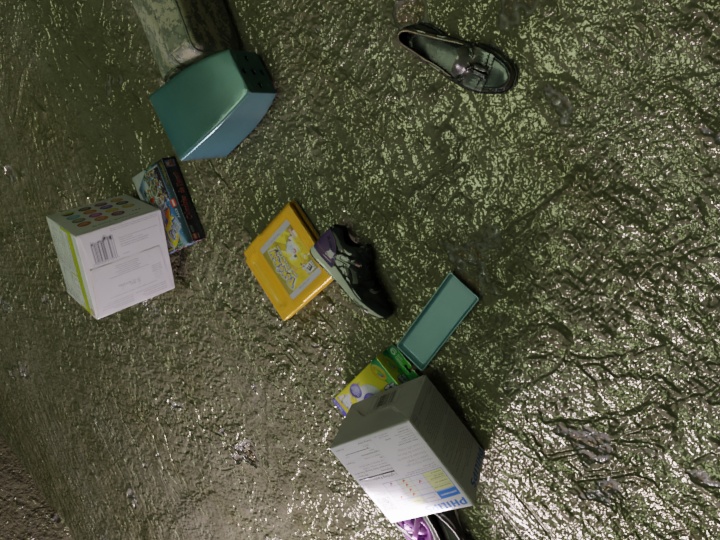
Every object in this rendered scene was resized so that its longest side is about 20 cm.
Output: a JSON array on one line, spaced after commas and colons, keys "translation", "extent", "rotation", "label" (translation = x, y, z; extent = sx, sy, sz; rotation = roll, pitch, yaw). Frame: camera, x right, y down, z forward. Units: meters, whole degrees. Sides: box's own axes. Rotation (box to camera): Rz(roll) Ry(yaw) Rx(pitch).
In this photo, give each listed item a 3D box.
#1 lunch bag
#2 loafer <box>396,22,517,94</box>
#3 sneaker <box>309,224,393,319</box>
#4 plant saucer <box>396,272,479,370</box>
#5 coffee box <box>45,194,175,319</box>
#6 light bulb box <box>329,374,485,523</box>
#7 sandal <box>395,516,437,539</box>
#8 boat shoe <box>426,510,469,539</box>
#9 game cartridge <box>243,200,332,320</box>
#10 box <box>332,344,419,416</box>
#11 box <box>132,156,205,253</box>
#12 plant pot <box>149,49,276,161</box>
[{"translation": [-0.353, -0.477, 1.188], "extent": [0.166, 0.139, 0.202], "rotation": [-19, 94, 38], "label": "lunch bag"}, {"translation": [0.141, -0.321, 0.932], "extent": [0.199, 0.063, 0.073], "rotation": [33, 122, 23], "label": "loafer"}, {"translation": [0.000, 0.000, 1.140], "extent": [0.200, 0.076, 0.088], "rotation": [45, 106, 2], "label": "sneaker"}, {"translation": [0.139, 0.094, 1.105], "extent": [0.070, 0.019, 0.201], "rotation": [43, 125, 16], "label": "plant saucer"}, {"translation": [-0.582, -0.042, 1.430], "extent": [0.197, 0.198, 0.203], "rotation": [22, 126, 43], "label": "coffee box"}, {"translation": [0.088, 0.330, 1.117], "extent": [0.197, 0.125, 0.201], "rotation": [-28, 106, 35], "label": "light bulb box"}, {"translation": [0.093, 0.504, 1.257], "extent": [0.082, 0.050, 0.205], "rotation": [-21, 93, 39], "label": "sandal"}, {"translation": [0.184, 0.538, 1.198], "extent": [0.067, 0.057, 0.202], "rotation": [-28, 88, 38], "label": "boat shoe"}, {"translation": [-0.148, -0.016, 1.266], "extent": [0.200, 0.032, 0.177], "rotation": [-40, 81, 36], "label": "game cartridge"}, {"translation": [0.039, 0.245, 1.211], "extent": [0.118, 0.048, 0.200], "rotation": [49, 125, 11], "label": "box"}, {"translation": [-0.452, -0.148, 1.436], "extent": [0.135, 0.038, 0.202], "rotation": [-17, 96, 39], "label": "box"}, {"translation": [-0.272, -0.328, 1.185], "extent": [0.199, 0.141, 0.143], "rotation": [-27, 89, 31], "label": "plant pot"}]
